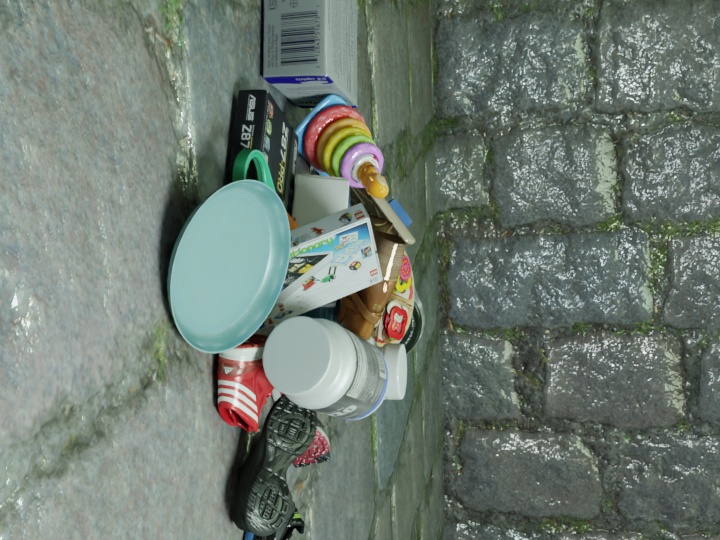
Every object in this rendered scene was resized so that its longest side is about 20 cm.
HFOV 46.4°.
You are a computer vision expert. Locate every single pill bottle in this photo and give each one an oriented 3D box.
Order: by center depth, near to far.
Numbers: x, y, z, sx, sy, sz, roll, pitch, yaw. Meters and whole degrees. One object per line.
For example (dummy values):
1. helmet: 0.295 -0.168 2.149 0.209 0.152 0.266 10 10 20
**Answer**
1. pill bottle: -0.043 0.128 1.095 0.200 0.111 0.117 37 54 -64
2. pill bottle: -0.031 0.152 1.273 0.111 0.195 0.114 -1 90 -78

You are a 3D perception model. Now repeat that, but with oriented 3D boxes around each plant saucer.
1. plant saucer: -0.152 -0.006 0.964 0.199 0.027 0.204 -34 132 -47

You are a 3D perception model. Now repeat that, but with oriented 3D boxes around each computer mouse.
1. computer mouse: -0.093 -0.140 1.338 0.200 0.043 0.113 -2 93 -78

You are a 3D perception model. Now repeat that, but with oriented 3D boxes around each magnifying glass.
1. magnifying glass: -0.118 -0.087 1.068 0.200 0.022 0.082 57 37 -68

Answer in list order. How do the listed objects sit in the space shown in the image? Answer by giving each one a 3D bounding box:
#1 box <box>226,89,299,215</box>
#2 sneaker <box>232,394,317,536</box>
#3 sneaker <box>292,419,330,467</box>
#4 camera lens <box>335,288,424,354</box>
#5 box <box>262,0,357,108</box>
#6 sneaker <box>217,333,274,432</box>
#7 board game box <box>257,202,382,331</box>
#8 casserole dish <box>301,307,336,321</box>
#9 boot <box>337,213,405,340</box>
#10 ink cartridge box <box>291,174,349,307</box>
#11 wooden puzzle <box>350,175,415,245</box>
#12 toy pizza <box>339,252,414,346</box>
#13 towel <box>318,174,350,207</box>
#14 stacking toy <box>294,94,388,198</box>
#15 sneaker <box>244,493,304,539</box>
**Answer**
1. box: -0.134 -0.118 1.142 0.161 0.048 0.205 56 37 -73
2. sneaker: -0.123 0.250 1.117 0.075 0.090 0.203 35 57 -20
3. sneaker: -0.091 0.255 1.299 0.201 0.079 0.076 95 -16 -70
4. camera lens: 0.030 0.064 1.553 0.201 0.156 0.164 -106 -170 -67
5. box: -0.073 -0.361 1.285 0.200 0.102 0.189 13 77 -77
6. sneaker: -0.139 0.148 1.112 0.199 0.077 0.119 11 88 -66
7. board game box: -0.073 0.000 1.101 0.128 0.196 0.035 76 -10 -48
8. casserole dish: -0.070 0.055 1.468 0.121 0.038 0.205 53 38 -71
9. boot: 0.000 0.000 1.261 0.200 0.072 0.158 -120 -134 -67
10. ink cartridge box: -0.066 -0.038 1.270 0.200 0.081 0.150 107 -13 -74
11. wooden puzzle: 0.027 -0.124 1.522 0.187 0.046 0.200 53 -10 -6
12. toy pizza: 0.037 0.035 1.373 0.198 0.031 0.206 1 89 -51
13. towel: -0.048 -0.124 1.460 0.112 0.047 0.205 -130 -145 -65
14. stacking toy: -0.009 -0.164 1.241 0.116 0.110 0.200 43 5 -42
15. sneaker: -0.113 0.331 1.168 0.071 0.081 0.204 59 32 -67
